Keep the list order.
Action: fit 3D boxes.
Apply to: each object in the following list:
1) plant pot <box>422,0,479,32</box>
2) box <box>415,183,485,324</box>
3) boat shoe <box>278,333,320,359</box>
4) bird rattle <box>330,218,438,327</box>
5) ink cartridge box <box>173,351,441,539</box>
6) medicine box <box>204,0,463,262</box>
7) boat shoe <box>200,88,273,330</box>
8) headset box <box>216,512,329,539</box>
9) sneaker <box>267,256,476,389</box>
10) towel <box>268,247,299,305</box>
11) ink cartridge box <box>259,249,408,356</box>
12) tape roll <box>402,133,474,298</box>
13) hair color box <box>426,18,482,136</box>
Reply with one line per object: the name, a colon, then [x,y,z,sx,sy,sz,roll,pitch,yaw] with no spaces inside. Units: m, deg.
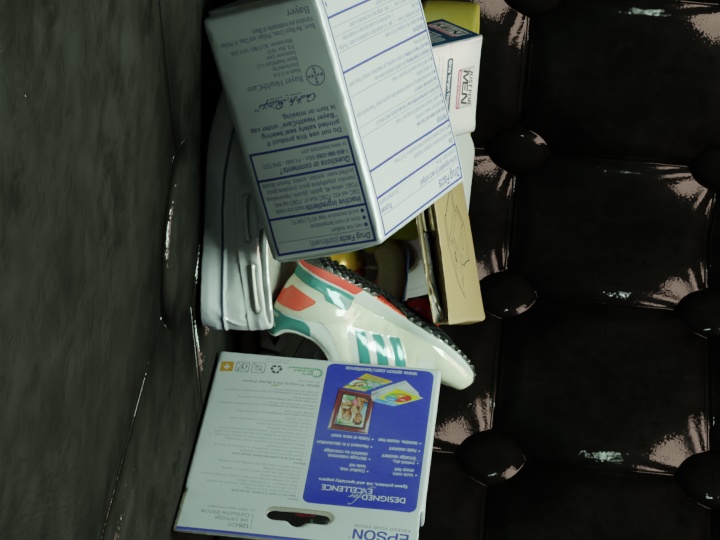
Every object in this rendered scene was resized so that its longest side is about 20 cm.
plant pot: [0.035,-0.211,1.968,0.201,0.188,0.202,6,90,-86]
box: [0.082,-0.029,1.633,0.200,0.021,0.164,8,72,-78]
boat shoe: [-0.054,0.140,1.625,0.070,0.071,0.201,-3,120,-47]
bird rattle: [0.000,0.000,1.641,0.113,0.162,0.201,-59,146,-56]
ink cartridge box: [-0.040,0.158,1.434,0.047,0.197,0.200,89,8,-46]
medicine box: [-0.015,-0.132,1.369,0.182,0.103,0.201,-37,116,-59]
boat shoe: [-0.089,-0.050,1.391,0.074,0.065,0.201,-63,158,-76]
headset box: [-0.055,0.195,1.576,0.075,0.148,0.201,-76,171,-51]
sneaker: [0.006,0.067,1.542,0.094,0.199,0.070,-55,-159,6]
towel: [-0.081,-0.062,1.499,0.133,0.034,0.201,-43,141,-62]
ink cartridge box: [-0.028,0.069,1.780,0.084,0.145,0.200,-81,174,-45]
tape roll: [0.016,-0.077,1.820,0.203,0.202,0.140,87,10,-60]
hair color box: [0.020,-0.164,1.614,0.200,0.060,0.100,-18,123,-36]
